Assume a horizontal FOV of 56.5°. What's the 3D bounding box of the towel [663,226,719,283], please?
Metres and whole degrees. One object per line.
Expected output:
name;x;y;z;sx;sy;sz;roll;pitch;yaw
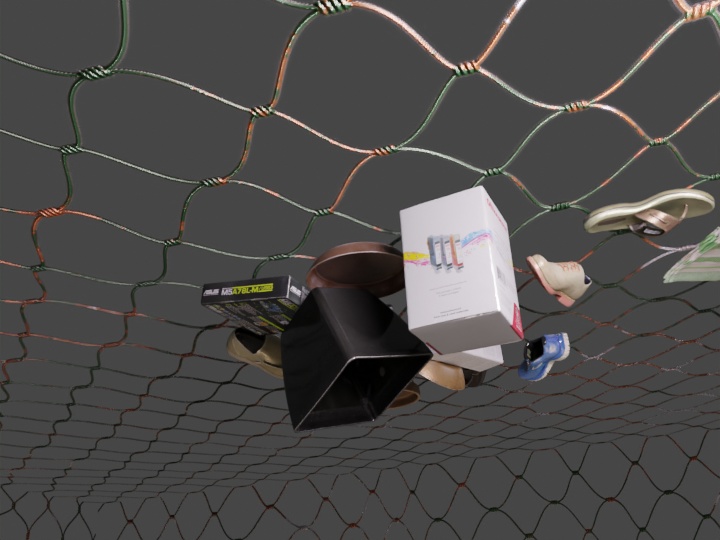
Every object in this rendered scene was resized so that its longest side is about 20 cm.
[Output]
towel;0.687;-0.027;1.268;0.149;0.024;0.201;-2;154;-9

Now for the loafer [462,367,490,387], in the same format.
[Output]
loafer;0.281;0.230;1.679;0.070;0.074;0.201;5;145;-7

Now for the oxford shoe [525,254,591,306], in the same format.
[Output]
oxford shoe;0.368;0.003;1.241;0.074;0.072;0.199;-40;145;19

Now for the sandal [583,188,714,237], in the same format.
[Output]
sandal;0.463;-0.079;1.078;0.197;0.059;0.080;-13;154;15

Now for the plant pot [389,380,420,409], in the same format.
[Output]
plant pot;0.053;0.291;1.724;0.196;0.095;0.202;-4;155;-2

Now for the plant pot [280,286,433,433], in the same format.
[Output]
plant pot;-0.029;0.142;1.170;0.197;0.179;0.201;4;133;-42

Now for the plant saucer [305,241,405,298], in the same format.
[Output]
plant saucer;0.000;0.000;1.187;0.195;0.035;0.201;-3;153;-2

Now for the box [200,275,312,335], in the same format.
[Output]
box;-0.165;0.070;1.256;0.189;0.049;0.200;-8;155;25

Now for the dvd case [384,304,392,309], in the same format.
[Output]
dvd case;-0.013;0.169;1.379;0.147;0.205;0.025;0;-166;-12

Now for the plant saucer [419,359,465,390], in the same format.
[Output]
plant saucer;0.155;0.191;1.487;0.198;0.200;0.036;20;105;-41

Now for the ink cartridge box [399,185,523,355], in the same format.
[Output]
ink cartridge box;0.155;0.004;1.032;0.142;0.204;0.145;-14;153;24

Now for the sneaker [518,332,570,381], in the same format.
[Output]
sneaker;0.435;0.209;1.662;0.087;0.080;0.201;9;144;-11

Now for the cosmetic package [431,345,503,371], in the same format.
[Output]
cosmetic package;0.220;0.149;1.455;0.198;0.104;0.074;19;144;-38

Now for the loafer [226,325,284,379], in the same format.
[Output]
loafer;-0.193;0.171;1.414;0.196;0.077;0.069;14;144;4
